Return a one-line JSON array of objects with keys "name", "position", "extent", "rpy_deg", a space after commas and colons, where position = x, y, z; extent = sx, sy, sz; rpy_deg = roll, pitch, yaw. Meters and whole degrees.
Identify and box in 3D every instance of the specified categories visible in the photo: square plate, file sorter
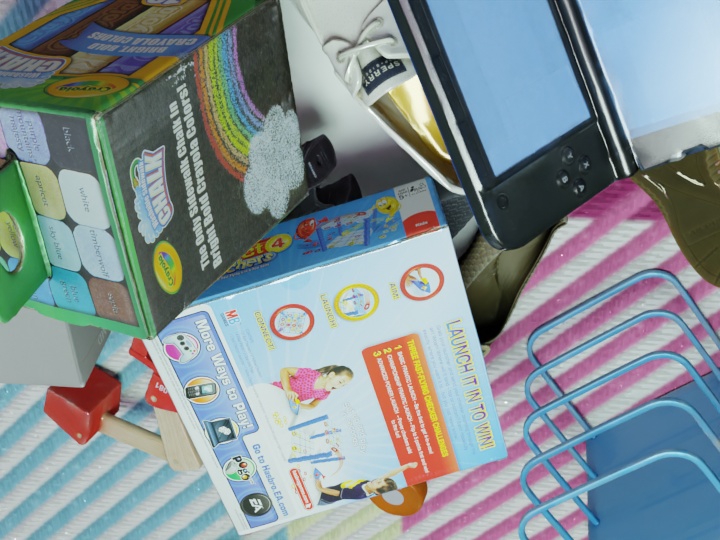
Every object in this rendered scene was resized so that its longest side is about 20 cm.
[{"name": "square plate", "position": [0.011, -0.110, 0.750], "extent": [0.195, 0.029, 0.202], "rpy_deg": [21, 125, -6]}, {"name": "file sorter", "position": [0.186, 0.118, 0.779], "extent": [0.138, 0.201, 0.123], "rpy_deg": [-31, 113, 26]}]

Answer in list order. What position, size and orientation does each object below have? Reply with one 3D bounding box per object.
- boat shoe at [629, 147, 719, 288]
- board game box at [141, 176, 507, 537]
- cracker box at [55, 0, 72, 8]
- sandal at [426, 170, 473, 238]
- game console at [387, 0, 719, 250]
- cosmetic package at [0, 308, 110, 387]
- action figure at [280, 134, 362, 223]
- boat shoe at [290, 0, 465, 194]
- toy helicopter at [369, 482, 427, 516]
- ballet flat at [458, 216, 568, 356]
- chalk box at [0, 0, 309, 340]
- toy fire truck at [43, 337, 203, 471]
[{"name": "boat shoe", "position": [0.207, -0.083, 0.730], "extent": [0.073, 0.063, 0.202], "rpy_deg": [-24, 112, 36]}, {"name": "board game box", "position": [-0.020, 0.062, 0.740], "extent": [0.192, 0.056, 0.202], "rpy_deg": [-16, 127, 2]}, {"name": "cracker box", "position": [-0.118, -0.174, 0.680], "extent": [0.132, 0.058, 0.203], "rpy_deg": [15, 130, 28]}, {"name": "sandal", "position": [0.001, 0.000, 0.782], "extent": [0.200, 0.043, 0.076], "rpy_deg": [-44, 154, 22]}, {"name": "game console", "position": [0.125, -0.136, 0.629], "extent": [0.118, 0.170, 0.203], "rpy_deg": [-4, 114, 57]}, {"name": "cosmetic package", "position": [-0.229, -0.028, 0.795], "extent": [0.088, 0.108, 0.203], "rpy_deg": [0, 127, 9]}, {"name": "action figure", "position": [-0.101, -0.035, 0.765], "extent": [0.197, 0.070, 0.131], "rpy_deg": [-14, 127, 25]}, {"name": "boat shoe", "position": [0.015, -0.126, 0.674], "extent": [0.070, 0.070, 0.201], "rpy_deg": [-29, 111, 24]}, {"name": "toy helicopter", "position": [-0.023, 0.094, 0.873], "extent": [0.197, 0.079, 0.134], "rpy_deg": [16, 133, 13]}, {"name": "ballet flat", "position": [0.096, 0.005, 0.791], "extent": [0.066, 0.047, 0.202], "rpy_deg": [-5, 135, -34]}, {"name": "chalk box", "position": [-0.134, -0.054, 0.594], "extent": [0.122, 0.200, 0.127], "rpy_deg": [12, 126, 29]}, {"name": "toy fire truck", "position": [-0.137, 0.104, 0.874], "extent": [0.198, 0.049, 0.142], "rpy_deg": [32, 124, 8]}]
